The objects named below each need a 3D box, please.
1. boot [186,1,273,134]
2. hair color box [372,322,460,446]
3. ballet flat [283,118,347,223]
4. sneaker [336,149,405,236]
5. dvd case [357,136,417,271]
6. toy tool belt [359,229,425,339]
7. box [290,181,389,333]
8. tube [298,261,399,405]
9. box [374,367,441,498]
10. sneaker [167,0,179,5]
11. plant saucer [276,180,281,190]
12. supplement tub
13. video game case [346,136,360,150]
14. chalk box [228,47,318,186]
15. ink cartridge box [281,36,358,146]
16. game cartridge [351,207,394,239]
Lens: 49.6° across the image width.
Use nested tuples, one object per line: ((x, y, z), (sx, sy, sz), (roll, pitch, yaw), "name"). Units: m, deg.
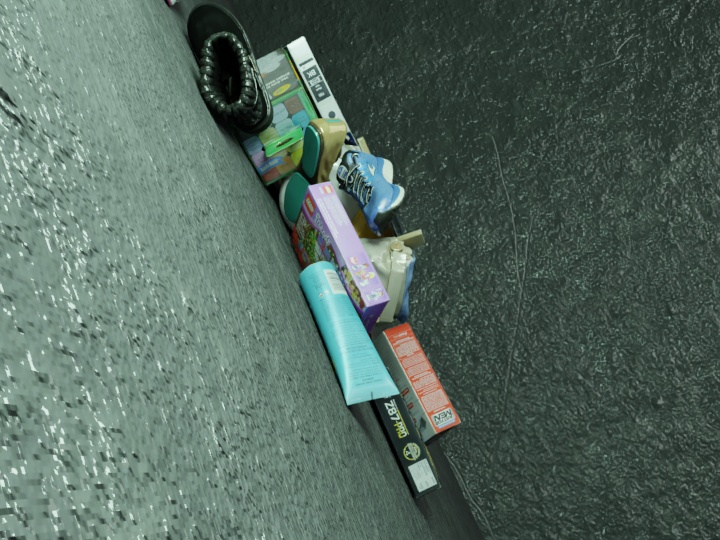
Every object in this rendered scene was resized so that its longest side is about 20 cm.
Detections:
((-0.189, -0.292, 1.052), (0.213, 0.079, 0.158), (60, 6, 6), "boot")
((0.087, 0.211, 1.398), (0.202, 0.063, 0.111), (63, -33, 18), "hair color box")
((-0.062, -0.143, 1.151), (0.069, 0.063, 0.201), (53, -35, 21), "ballet flat")
((0.005, -0.119, 1.139), (0.088, 0.079, 0.201), (22, 23, -21), "sneaker")
((0.044, -0.110, 1.303), (0.201, 0.016, 0.149), (-110, 177, -45), "dvd case")
((0.036, 0.033, 1.173), (0.125, 0.122, 0.202), (49, -36, 42), "toy tool belt")
((-0.035, -0.005, 1.109), (0.201, 0.039, 0.137), (63, -28, 22), "box")
((-0.022, 0.080, 1.014), (0.201, 0.077, 0.051), (63, -31, 30), "tube")
((0.070, 0.263, 1.274), (0.161, 0.049, 0.202), (75, -9, -77), "box")
((-0.253, -0.445, 1.144), (0.082, 0.087, 0.201), (63, 2, -31), "sneaker")
((-0.108, -0.099, 1.496), (0.200, 0.029, 0.202), (-90, 154, -83), "plant saucer")
((-0.064, -0.143, 1.323), (0.200, 0.143, 0.145), (-99, 163, -69), "supplement tub")
((-0.048, -0.169, 1.530), (0.182, 0.200, 0.023), (47, 43, 11), "video game case")
((-0.129, -0.228, 1.205), (0.201, 0.123, 0.124), (-112, 176, -48), "chalk box")
((-0.073, -0.295, 1.333), (0.201, 0.039, 0.099), (61, -8, -15), "ink cartridge box")
((0.000, 0.000, 1.287), (0.032, 0.177, 0.200), (22, -19, 25), "game cartridge")
